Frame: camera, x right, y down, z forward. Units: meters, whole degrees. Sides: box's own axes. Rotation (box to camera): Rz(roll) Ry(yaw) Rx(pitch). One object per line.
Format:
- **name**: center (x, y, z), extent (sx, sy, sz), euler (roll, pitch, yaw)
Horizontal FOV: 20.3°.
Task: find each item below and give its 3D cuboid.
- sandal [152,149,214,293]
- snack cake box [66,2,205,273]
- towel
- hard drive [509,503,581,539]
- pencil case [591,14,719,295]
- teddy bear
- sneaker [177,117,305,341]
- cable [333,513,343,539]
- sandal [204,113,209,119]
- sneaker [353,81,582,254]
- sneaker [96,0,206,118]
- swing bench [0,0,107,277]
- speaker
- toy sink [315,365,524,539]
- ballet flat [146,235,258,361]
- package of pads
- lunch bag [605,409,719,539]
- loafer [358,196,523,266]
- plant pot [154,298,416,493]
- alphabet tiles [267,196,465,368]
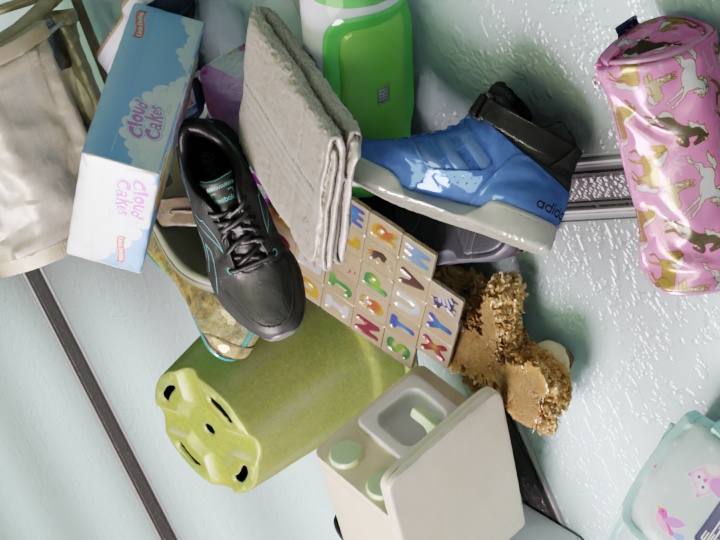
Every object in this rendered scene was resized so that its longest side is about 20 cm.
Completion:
- **sandal**: center (-0.147, -0.056, 1.736), extent (0.201, 0.079, 0.058), euler (49, 144, 19)
- **snack cake box**: center (-0.185, -0.112, 1.668), extent (0.067, 0.201, 0.116), euler (15, 135, -5)
- **towel**: center (-0.049, -0.104, 1.573), extent (0.200, 0.034, 0.133), euler (-122, 31, -45)
- **hard drive**: center (0.087, 0.274, 1.784), extent (0.131, 0.200, 0.026), euler (29, 140, 30)
- **pencil case**: center (0.224, -0.078, 1.417), extent (0.086, 0.083, 0.201), euler (11, 129, 43)
- **teddy bear**: center (0.109, 0.052, 1.696), extent (0.199, 0.066, 0.146), euler (26, 129, 43)
- **sneaker**: center (-0.107, -0.035, 1.660), extent (0.079, 0.075, 0.201), euler (57, -172, -80)
- **cable**: center (0.046, 0.275, 1.892), extent (0.051, 0.163, 0.201), euler (-37, 90, 21)
- **sandal**: center (-0.139, -0.076, 1.851), extent (0.087, 0.079, 0.201), euler (38, 142, 25)
- **sneaker**: center (0.075, -0.095, 1.552), extent (0.199, 0.112, 0.077), euler (20, 177, 28)
- **sneaker**: center (-0.165, -0.192, 1.779), extent (0.109, 0.070, 0.200), euler (56, 153, 4)
- **swing bench**: center (-0.296, -0.135, 1.843), extent (0.129, 0.200, 0.200), euler (-16, 115, 10)
- **speaker**: center (-0.003, -0.158, 1.601), extent (0.088, 0.088, 0.201), euler (28, 139, 31)
- **toy sink**: center (0.048, 0.171, 1.715), extent (0.112, 0.130, 0.201), euler (36, 155, 35)
- **ballet flat**: center (-0.141, -0.007, 1.783), extent (0.200, 0.070, 0.071), euler (54, 152, 35)
- **package of pads**: center (-0.063, -0.091, 1.746), extent (0.120, 0.076, 0.201), euler (21, 135, 38)
- **lunch bag**: center (0.285, 0.225, 1.585), extent (0.170, 0.122, 0.201), euler (39, 135, 22)
- **loafer**: center (0.075, -0.033, 1.651), extent (0.199, 0.063, 0.073), euler (6, 91, 50)
- **plant pot**: center (-0.081, 0.100, 1.841), extent (0.199, 0.184, 0.202), euler (29, 140, 28)
- **alphabet tiles**: center (0.000, 0.000, 1.683), extent (0.199, 0.006, 0.167), euler (34, 148, 16)
